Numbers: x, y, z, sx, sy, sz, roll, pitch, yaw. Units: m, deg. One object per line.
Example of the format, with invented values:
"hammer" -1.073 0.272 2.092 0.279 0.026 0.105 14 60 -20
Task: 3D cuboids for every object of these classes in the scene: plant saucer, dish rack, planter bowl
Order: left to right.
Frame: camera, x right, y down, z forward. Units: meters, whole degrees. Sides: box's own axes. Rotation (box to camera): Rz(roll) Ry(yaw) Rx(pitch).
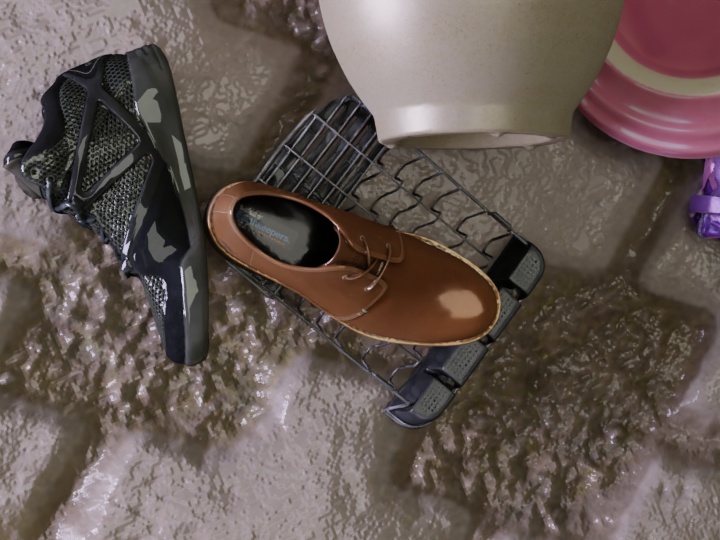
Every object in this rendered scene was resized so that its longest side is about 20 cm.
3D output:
"dish rack" 0.014 -0.009 1.008 0.199 0.055 0.154 39 82 -10
"planter bowl" 0.068 -0.144 0.936 0.197 0.200 0.137 0 89 -13
"plant saucer" 0.219 -0.176 1.007 0.198 0.051 0.203 -3 74 10

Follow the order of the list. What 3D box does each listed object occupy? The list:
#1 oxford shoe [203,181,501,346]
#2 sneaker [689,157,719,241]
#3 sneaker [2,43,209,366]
"oxford shoe" 0.000 0.000 0.943 0.198 0.071 0.072 19 85 -12
"sneaker" 0.263 -0.064 1.055 0.088 0.080 0.202 -24 98 -4
"sneaker" -0.156 -0.032 0.957 0.113 0.076 0.202 -14 92 -11
